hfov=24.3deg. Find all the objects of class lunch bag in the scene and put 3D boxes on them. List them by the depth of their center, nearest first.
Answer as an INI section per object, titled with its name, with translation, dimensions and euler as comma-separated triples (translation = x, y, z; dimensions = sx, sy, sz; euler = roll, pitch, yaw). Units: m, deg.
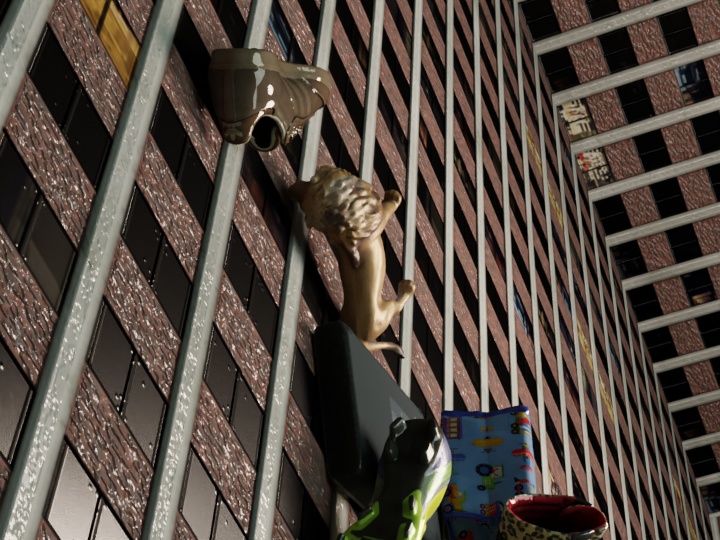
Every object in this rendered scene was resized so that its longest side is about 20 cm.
[lunch bag]
translation = 0.132, 0.262, 1.674
dimensions = 0.151, 0.093, 0.202
euler = -87, 172, -53

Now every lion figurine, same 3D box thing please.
[lion figurine]
translation = 0.000, 0.000, 1.464
dimensions = 0.122, 0.072, 0.202
euler = -43, 120, -66

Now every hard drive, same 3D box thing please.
[hard drive]
translation = 0.016, 0.147, 1.434
dimensions = 0.200, 0.033, 0.141
euler = 52, 26, -55

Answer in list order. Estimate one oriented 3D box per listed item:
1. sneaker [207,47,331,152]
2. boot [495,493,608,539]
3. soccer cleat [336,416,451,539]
[sneaker]
translation = -0.078, -0.134, 1.364
dimensions = 0.200, 0.070, 0.077
euler = 2, 91, -71
[boot]
translation = 0.200, 0.292, 1.553
dimensions = 0.073, 0.197, 0.152
euler = -85, -173, -63
[soccer cleat]
translation = 0.029, 0.203, 1.300
dimensions = 0.201, 0.064, 0.084
euler = -64, 148, -45
